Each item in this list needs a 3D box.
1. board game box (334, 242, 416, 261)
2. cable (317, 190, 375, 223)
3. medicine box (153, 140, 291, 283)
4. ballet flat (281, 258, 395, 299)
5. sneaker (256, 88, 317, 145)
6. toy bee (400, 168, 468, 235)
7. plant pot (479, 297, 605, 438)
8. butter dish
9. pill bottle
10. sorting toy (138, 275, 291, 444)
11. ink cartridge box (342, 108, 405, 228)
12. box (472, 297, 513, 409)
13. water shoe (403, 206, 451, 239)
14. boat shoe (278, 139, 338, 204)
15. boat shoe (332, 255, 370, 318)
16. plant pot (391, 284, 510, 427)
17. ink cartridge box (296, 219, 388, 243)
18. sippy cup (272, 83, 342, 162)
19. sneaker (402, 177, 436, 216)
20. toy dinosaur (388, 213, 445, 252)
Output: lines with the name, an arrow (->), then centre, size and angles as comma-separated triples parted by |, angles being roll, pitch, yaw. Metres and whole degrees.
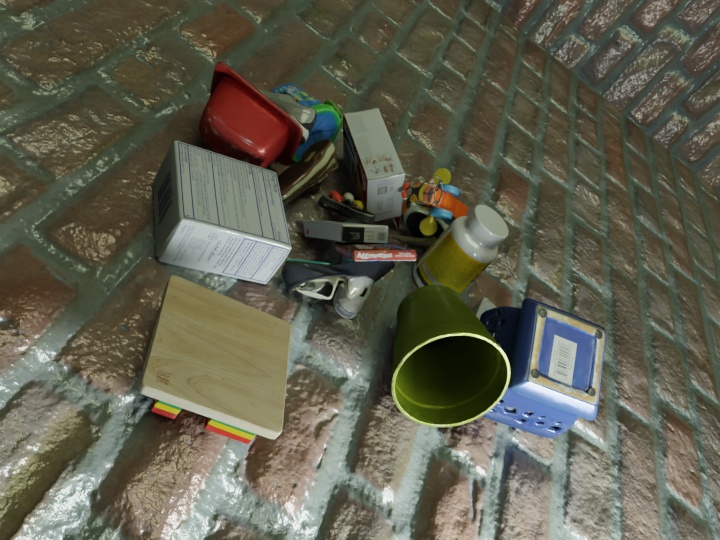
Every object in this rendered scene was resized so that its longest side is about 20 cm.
board game box -> 0.020, -0.034, 1.252 | 0.101, 0.020, 0.200 | -2, 6, -12
cable -> -0.025, -0.130, 1.424 | 0.096, 0.051, 0.200 | 20, 2, -14
medicine box -> -0.232, -0.094, 1.217 | 0.198, 0.103, 0.184 | 15, 44, -33
ballet flat -> -0.038, 0.016, 1.261 | 0.197, 0.074, 0.074 | -1, 44, 0
sneaker -> -0.172, -0.318, 1.428 | 0.199, 0.074, 0.080 | 30, 72, 14
toy bee -> 0.143, -0.152, 1.466 | 0.107, 0.201, 0.132 | 15, 64, 27
plant pot -> 0.323, 0.172, 1.317 | 0.198, 0.180, 0.202 | 21, 66, -12
butter dish -> -0.227, -0.245, 1.347 | 0.199, 0.200, 0.148 | 38, 71, -5
pill bottle -> 0.203, -0.034, 1.473 | 0.111, 0.200, 0.113 | 24, 39, -21
sorting toy -> -0.206, 0.133, 1.035 | 0.198, 0.070, 0.200 | 25, 39, -21
ink cartridge box -> 0.025, -0.209, 1.563 | 0.083, 0.177, 0.202 | -11, 54, -9
box -> 0.275, 0.163, 1.472 | 0.155, 0.041, 0.200 | 40, 37, -4
water shoe -> 0.169, -0.096, 1.625 | 0.199, 0.071, 0.080 | 28, 33, -30
boat shoe -> -0.101, -0.181, 1.455 | 0.203, 0.074, 0.075 | -50, 129, -38
boat shoe -> 0.000, 0.000, 1.361 | 0.070, 0.070, 0.201 | 33, 37, -11
plant pot -> 0.139, 0.131, 1.275 | 0.198, 0.201, 0.194 | 25, 27, -21
ink cartridge box -> -0.038, -0.073, 1.343 | 0.093, 0.038, 0.199 | 1, 8, -29
sippy cup -> -0.132, -0.316, 1.528 | 0.130, 0.140, 0.177 | 45, 14, 25
sneaker -> 0.162, -0.152, 1.669 | 0.092, 0.076, 0.200 | 48, 37, 3
toy dinosaur -> 0.153, -0.067, 1.557 | 0.198, 0.089, 0.048 | 20, 30, -28
